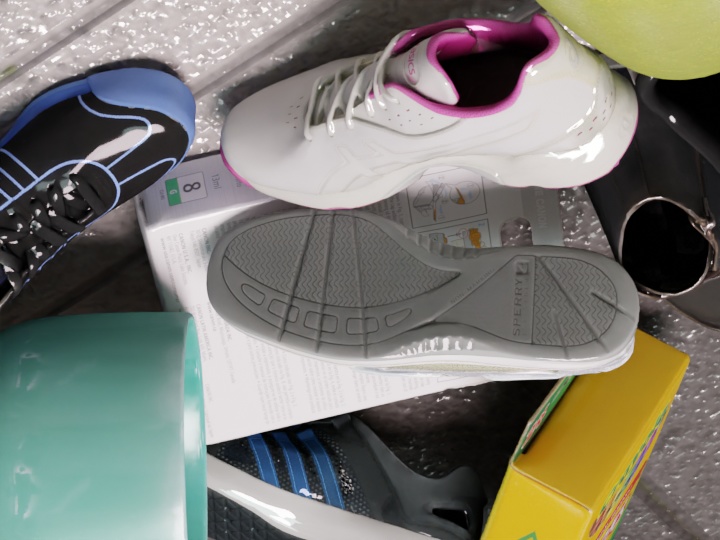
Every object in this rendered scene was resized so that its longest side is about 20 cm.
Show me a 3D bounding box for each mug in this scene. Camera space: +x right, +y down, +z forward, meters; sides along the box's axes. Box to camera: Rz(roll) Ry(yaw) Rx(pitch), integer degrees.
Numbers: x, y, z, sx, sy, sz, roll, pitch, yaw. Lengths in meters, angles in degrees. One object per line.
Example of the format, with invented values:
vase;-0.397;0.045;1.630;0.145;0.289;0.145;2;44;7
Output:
mug;-0.133;0.113;1.292;0.114;0.152;0.186;-1;104;0

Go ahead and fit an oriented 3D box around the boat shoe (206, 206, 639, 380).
boat shoe;0.029;0.018;1.277;0.201;0.075;0.065;4;160;6

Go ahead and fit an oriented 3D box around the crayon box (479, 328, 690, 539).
crayon box;0.107;0.113;1.416;0.051;0.127;0.201;28;139;12

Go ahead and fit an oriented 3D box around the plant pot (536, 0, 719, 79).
plant pot;0.121;-0.167;1.130;0.186;0.188;0.200;-17;150;6

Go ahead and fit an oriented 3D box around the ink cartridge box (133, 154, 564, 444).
ink cartridge box;0.000;0.000;1.354;0.199;0.050;0.161;-14;135;-4

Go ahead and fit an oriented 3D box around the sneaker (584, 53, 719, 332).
sneaker;0.157;-0.006;1.332;0.075;0.107;0.200;-28;134;16

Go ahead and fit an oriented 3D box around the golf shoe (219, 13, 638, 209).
golf shoe;0.020;-0.079;1.228;0.199;0.076;0.092;-6;151;23

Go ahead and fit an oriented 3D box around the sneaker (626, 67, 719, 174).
sneaker;0.200;-0.085;1.256;0.198;0.116;0.081;5;134;-16

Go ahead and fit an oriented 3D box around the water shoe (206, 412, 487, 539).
water shoe;-0.032;0.109;1.440;0.199;0.079;0.072;22;153;1

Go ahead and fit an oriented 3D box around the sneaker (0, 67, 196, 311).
sneaker;-0.161;-0.020;1.273;0.199;0.078;0.070;-26;134;15
